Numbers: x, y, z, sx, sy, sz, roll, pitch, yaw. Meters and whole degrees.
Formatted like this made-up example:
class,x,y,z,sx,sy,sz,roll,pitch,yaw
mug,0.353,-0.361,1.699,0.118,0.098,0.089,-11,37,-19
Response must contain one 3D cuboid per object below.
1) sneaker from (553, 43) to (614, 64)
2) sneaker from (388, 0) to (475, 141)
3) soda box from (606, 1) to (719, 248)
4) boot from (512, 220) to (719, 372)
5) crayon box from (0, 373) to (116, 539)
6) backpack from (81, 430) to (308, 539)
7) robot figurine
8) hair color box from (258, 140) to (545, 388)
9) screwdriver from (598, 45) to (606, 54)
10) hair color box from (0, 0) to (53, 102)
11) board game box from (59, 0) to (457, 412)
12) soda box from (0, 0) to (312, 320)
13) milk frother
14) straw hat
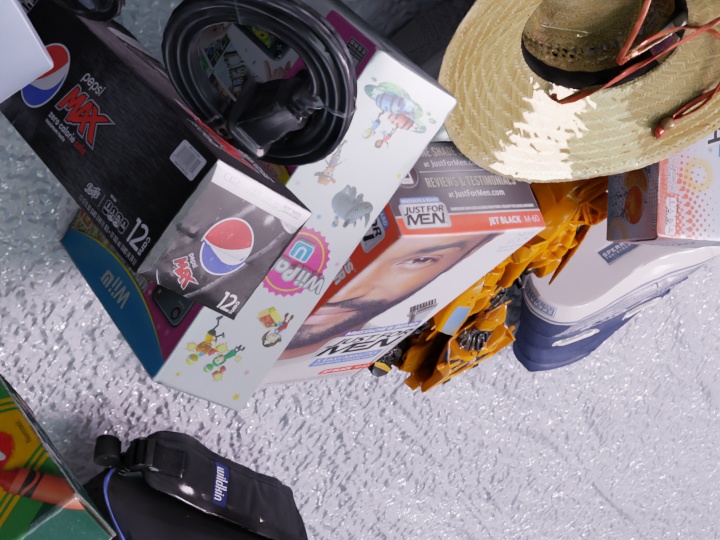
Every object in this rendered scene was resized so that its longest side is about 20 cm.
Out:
class,x,y,z,sx,sy,sz,roll,pitch,yaw
sneaker,0.178,-0.122,1.047,0.199,0.081,0.115,-36,149,-16
sneaker,0.015,-0.061,0.950,0.200,0.074,0.119,-37,131,-14
soda box,0.192,-0.115,0.947,0.068,0.064,0.201,4,88,-20
boot,0.194,0.000,1.164,0.199,0.073,0.091,-23,150,-22
crayon box,-0.248,0.158,0.873,0.200,0.127,0.051,-39,137,-9
backpack,-0.103,0.215,0.999,0.154,0.201,0.190,-32,156,33
robot figurine,0.078,0.009,1.025,0.145,0.058,0.200,-25,158,-36
hair color box,0.000,0.000,0.928,0.110,0.064,0.200,-5,154,-38
screwdriver,0.130,-0.188,0.883,0.029,0.028,0.201,-8,128,16
hair color box,-0.204,-0.113,0.589,0.099,0.200,0.061,-36,138,-10
board game box,-0.061,-0.051,0.843,0.064,0.148,0.200,24,105,-41
soda box,-0.109,-0.063,0.757,0.063,0.200,0.071,-52,138,9
milk frother,-0.049,-0.177,0.693,0.188,0.180,0.200,-48,129,-18
straw hat,0.124,-0.141,0.856,0.200,0.085,0.202,-11,142,-9
